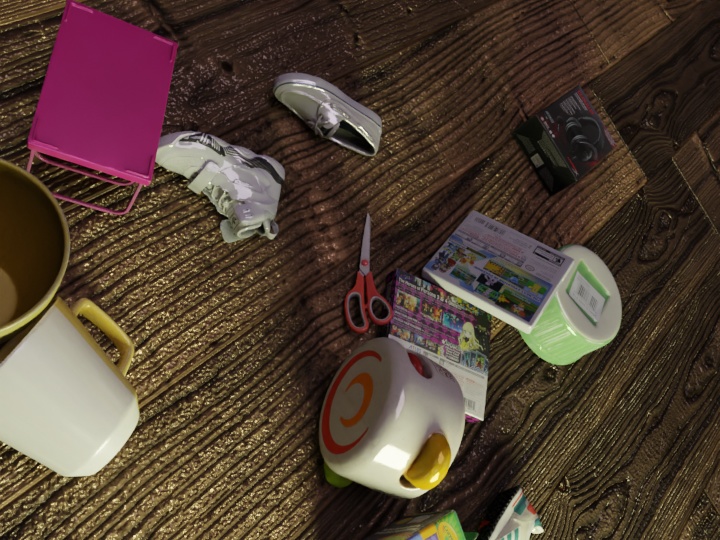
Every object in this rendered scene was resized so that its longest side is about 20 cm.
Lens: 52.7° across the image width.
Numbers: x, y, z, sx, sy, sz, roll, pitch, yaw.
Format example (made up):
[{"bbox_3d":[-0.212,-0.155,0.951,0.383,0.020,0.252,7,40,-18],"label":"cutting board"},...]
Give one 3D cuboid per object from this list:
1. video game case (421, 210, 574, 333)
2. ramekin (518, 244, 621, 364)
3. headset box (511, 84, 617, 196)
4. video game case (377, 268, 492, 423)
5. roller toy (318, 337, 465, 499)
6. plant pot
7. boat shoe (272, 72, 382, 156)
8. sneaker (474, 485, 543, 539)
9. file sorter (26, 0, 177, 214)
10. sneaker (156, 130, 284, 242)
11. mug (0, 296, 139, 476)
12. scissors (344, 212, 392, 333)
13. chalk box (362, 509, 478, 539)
[{"bbox_3d":[0.226,-0.004,1.189,0.197,0.022,0.182,28,50,21],"label":"video game case"},{"bbox_3d":[0.367,0.055,1.279,0.196,0.097,0.206,13,65,-29],"label":"ramekin"},{"bbox_3d":[0.413,-0.265,1.448,0.199,0.077,0.151,-34,92,-36],"label":"headset box"},{"bbox_3d":[0.116,0.118,1.129,0.196,0.036,0.186,23,61,-24],"label":"video game case"},{"bbox_3d":[0.045,0.195,0.955,0.138,0.198,0.186,29,57,-25],"label":"roller toy"},{"bbox_3d":[-0.408,0.002,0.753,0.195,0.142,0.205,11,60,-20],"label":"plant pot"},{"bbox_3d":[-0.048,-0.240,1.136,0.196,0.073,0.067,18,58,-25],"label":"boat shoe"},{"bbox_3d":[0.203,0.410,1.051,0.094,0.070,0.199,50,50,1],"label":"sneaker"},{"bbox_3d":[-0.325,-0.192,0.903,0.136,0.125,0.205,16,63,-26],"label":"file sorter"},{"bbox_3d":[-0.191,-0.110,0.990,0.196,0.075,0.118,13,62,-33],"label":"sneaker"},{"bbox_3d":[-0.310,0.123,0.785,0.153,0.148,0.188,46,60,-19],"label":"mug"},{"bbox_3d":[0.000,0.000,1.108,0.071,0.014,0.205,-8,63,-6],"label":"scissors"},{"bbox_3d":[0.072,0.394,0.939,0.196,0.124,0.127,-14,79,-35],"label":"chalk box"}]
